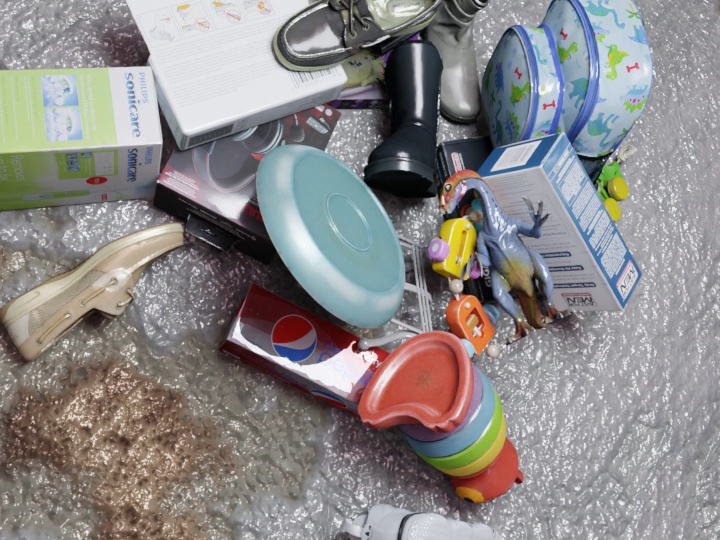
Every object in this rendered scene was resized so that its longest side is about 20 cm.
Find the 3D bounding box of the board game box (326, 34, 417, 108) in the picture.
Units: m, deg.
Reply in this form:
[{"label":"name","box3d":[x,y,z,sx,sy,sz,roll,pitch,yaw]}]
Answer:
[{"label":"board game box","box3d":[-0.018,-0.262,0.977,0.196,0.032,0.122,-5,73,-19]}]

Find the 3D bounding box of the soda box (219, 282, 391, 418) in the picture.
[{"label":"soda box","box3d":[-0.048,0.093,0.847,0.197,0.063,0.071,28,68,-10]}]

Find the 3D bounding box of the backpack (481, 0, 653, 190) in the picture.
[{"label":"backpack","box3d":[0.230,-0.205,0.896,0.144,0.201,0.186,0,63,-15]}]

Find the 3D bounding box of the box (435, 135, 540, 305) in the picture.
[{"label":"box","box3d":[0.184,-0.067,0.977,0.156,0.046,0.204,-9,79,-20]}]

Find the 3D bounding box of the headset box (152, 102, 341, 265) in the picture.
[{"label":"headset box","box3d":[-0.128,-0.115,0.872,0.147,0.075,0.203,27,68,-10]}]

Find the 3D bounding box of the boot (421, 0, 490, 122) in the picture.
[{"label":"boot","box3d":[0.123,-0.299,0.976,0.066,0.131,0.204,-9,78,-19]}]

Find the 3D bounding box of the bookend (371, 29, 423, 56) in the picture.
[{"label":"bookend","box3d":[0.014,-0.402,0.914,0.092,0.201,0.199,-37,78,-28]}]

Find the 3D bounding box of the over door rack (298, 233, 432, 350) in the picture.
[{"label":"over door rack","box3d":[0.000,0.000,0.839,0.199,0.066,0.150,34,35,-35]}]

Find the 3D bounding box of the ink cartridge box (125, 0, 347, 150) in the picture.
[{"label":"ink cartridge box","box3d":[-0.136,-0.242,0.841,0.197,0.044,0.176,-23,82,-25]}]

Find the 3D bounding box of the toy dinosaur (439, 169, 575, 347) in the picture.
[{"label":"toy dinosaur","box3d":[0.144,-0.016,0.845,0.103,0.200,0.184,-25,80,0]}]

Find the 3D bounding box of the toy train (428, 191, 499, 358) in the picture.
[{"label":"toy train","box3d":[0.133,-0.005,0.896,0.151,0.055,0.201,53,58,-25]}]

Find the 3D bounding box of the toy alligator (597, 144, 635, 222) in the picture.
[{"label":"toy alligator","box3d":[0.310,-0.111,1.019,0.054,0.059,0.202,42,56,-19]}]

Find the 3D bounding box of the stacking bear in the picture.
[{"label":"stacking bear","box3d":[0.104,0.169,0.821,0.201,0.120,0.115,55,47,-35]}]

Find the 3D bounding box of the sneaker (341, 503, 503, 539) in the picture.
[{"label":"sneaker","box3d":[0.070,0.292,0.828,0.199,0.113,0.077,35,62,-44]}]

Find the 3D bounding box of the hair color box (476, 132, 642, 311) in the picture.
[{"label":"hair color box","box3d":[0.218,-0.047,0.867,0.061,0.099,0.201,-49,117,-29]}]

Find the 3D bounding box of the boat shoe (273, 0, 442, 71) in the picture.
[{"label":"boat shoe","box3d":[0.002,-0.272,0.834,0.198,0.066,0.073,-23,91,-19]}]

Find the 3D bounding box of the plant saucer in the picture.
[{"label":"plant saucer","box3d":[-0.018,-0.041,0.758,0.199,0.027,0.203,37,35,-31]}]

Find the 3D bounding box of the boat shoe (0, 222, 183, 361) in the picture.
[{"label":"boat shoe","box3d":[-0.261,0.019,0.800,0.198,0.071,0.065,-31,90,-13]}]

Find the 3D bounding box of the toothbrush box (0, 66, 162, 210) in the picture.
[{"label":"toothbrush box","box3d":[-0.304,-0.128,0.780,0.196,0.146,0.088,-8,77,-20]}]

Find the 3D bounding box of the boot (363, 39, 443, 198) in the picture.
[{"label":"boot","box3d":[0.050,-0.174,0.878,0.075,0.200,0.172,0,89,14]}]
